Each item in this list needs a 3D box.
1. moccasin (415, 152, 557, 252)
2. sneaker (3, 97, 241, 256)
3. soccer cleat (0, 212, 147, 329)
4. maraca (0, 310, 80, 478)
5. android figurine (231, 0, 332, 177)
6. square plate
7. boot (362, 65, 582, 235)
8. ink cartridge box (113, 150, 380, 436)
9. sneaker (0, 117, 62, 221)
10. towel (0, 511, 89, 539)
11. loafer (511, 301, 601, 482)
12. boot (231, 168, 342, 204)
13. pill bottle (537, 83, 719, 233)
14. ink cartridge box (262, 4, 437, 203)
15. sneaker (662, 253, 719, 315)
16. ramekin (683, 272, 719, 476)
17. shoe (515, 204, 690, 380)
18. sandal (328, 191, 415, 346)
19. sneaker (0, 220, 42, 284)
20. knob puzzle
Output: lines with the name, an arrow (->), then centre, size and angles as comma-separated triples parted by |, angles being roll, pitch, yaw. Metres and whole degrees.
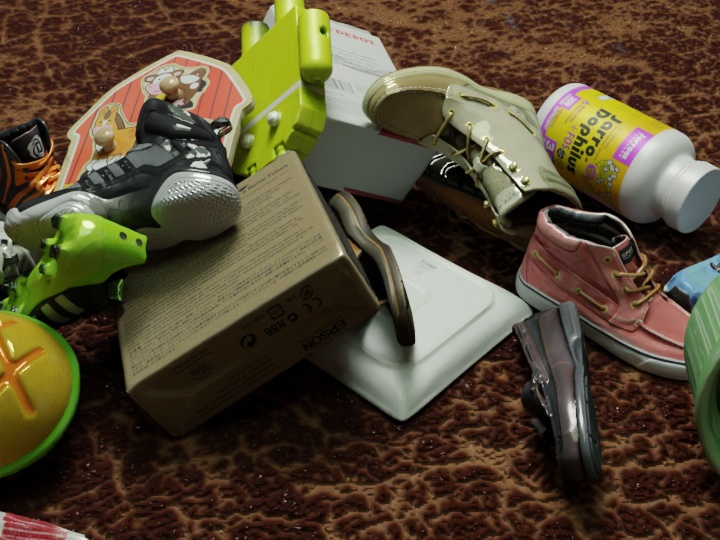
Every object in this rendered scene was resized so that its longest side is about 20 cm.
moccasin -> 0.125, -0.078, 0.976 | 0.200, 0.078, 0.074 | 28, 59, 24
sneaker -> -0.196, -0.076, 0.779 | 0.198, 0.076, 0.115 | -9, 58, 7
soccer cleat -> -0.242, 0.021, 0.763 | 0.081, 0.200, 0.068 | 16, 54, -33
maraca -> -0.310, 0.091, 0.695 | 0.198, 0.107, 0.138 | 1, 58, -1
android figurine -> -0.085, -0.170, 0.900 | 0.041, 0.181, 0.202 | 17, 60, -36
square plate -> 0.027, 0.031, 0.858 | 0.199, 0.029, 0.198 | 30, 46, 31
boot -> 0.107, -0.110, 0.875 | 0.198, 0.072, 0.155 | 7, 46, -28
ink cartridge box -> -0.103, 0.015, 0.771 | 0.199, 0.075, 0.165 | -32, 40, 5
sneaker -> -0.307, -0.080, 0.919 | 0.199, 0.113, 0.078 | 21, 41, 24
towel -> -0.295, 0.211, 0.615 | 0.198, 0.023, 0.144 | 12, 39, 13
loafer -> 0.156, 0.099, 0.755 | 0.062, 0.072, 0.201 | -11, 28, 15
boot -> -0.121, -0.092, 0.977 | 0.161, 0.074, 0.199 | -13, 45, -22
pill bottle -> 0.285, -0.119, 1.002 | 0.104, 0.105, 0.200 | -24, 44, -30
ink cartridge box -> -0.026, -0.177, 0.982 | 0.144, 0.084, 0.201 | 9, 41, -33
sneaker -> 0.368, -0.014, 0.879 | 0.199, 0.091, 0.078 | -20, 42, -25
ramekin -> 0.339, 0.071, 0.686 | 0.198, 0.202, 0.098 | 4, 30, 3
shoe -> 0.235, 0.017, 0.825 | 0.199, 0.092, 0.071 | 28, 43, 22
sandal -> 0.000, 0.000, 0.814 | 0.054, 0.082, 0.201 | -24, 43, -6
sneaker -> -0.297, -0.004, 0.830 | 0.198, 0.076, 0.115 | -3, 18, 8
knob puzzle -> -0.196, -0.152, 0.890 | 0.218, 0.031, 0.221 | -11, 47, 12
